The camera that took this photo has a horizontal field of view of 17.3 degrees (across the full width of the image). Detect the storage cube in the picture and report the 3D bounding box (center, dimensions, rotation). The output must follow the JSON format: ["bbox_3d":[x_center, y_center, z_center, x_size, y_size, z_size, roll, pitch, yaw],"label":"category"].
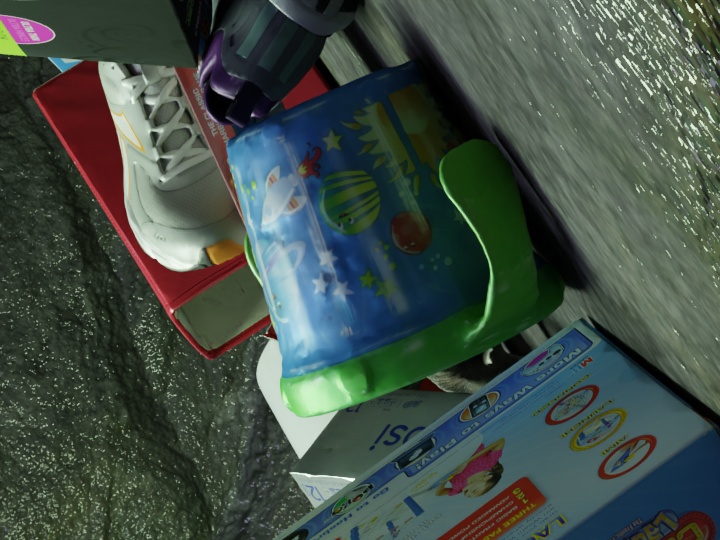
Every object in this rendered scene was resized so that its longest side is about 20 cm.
[{"bbox_3d":[-0.091,-0.070,1.602,0.180,0.171,0.200,57,178,12],"label":"storage cube"}]

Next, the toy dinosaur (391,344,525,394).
[{"bbox_3d":[0.035,0.010,1.272,0.077,0.102,0.200,20,139,39],"label":"toy dinosaur"}]

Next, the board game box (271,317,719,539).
[{"bbox_3d":[0.054,0.118,1.008,0.056,0.200,0.196,55,178,-16],"label":"board game box"}]

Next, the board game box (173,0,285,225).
[{"bbox_3d":[-0.063,-0.085,1.260,0.200,0.019,0.103,66,-165,5],"label":"board game box"}]

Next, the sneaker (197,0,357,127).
[{"bbox_3d":[-0.061,-0.120,1.205,0.074,0.088,0.200,33,-179,-10],"label":"sneaker"}]

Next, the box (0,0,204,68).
[{"bbox_3d":[-0.150,-0.183,1.086,0.200,0.148,0.125,74,-159,-77],"label":"box"}]

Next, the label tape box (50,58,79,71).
[{"bbox_3d":[-0.201,-0.243,1.638,0.144,0.063,0.200,60,-162,-82],"label":"label tape box"}]

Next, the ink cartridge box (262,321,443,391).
[{"bbox_3d":[0.022,0.051,1.505,0.162,0.057,0.200,21,174,1],"label":"ink cartridge box"}]

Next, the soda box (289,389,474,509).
[{"bbox_3d":[0.061,0.107,1.196,0.200,0.068,0.063,0,132,47],"label":"soda box"}]

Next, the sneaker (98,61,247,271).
[{"bbox_3d":[-0.109,-0.086,1.283,0.092,0.076,0.200,71,176,-47],"label":"sneaker"}]

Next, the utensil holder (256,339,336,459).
[{"bbox_3d":[0.035,0.121,1.769,0.200,0.170,0.170,55,178,28],"label":"utensil holder"}]

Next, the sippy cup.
[{"bbox_3d":[0.007,-0.019,1.074,0.131,0.178,0.140,67,-155,-4],"label":"sippy cup"}]
